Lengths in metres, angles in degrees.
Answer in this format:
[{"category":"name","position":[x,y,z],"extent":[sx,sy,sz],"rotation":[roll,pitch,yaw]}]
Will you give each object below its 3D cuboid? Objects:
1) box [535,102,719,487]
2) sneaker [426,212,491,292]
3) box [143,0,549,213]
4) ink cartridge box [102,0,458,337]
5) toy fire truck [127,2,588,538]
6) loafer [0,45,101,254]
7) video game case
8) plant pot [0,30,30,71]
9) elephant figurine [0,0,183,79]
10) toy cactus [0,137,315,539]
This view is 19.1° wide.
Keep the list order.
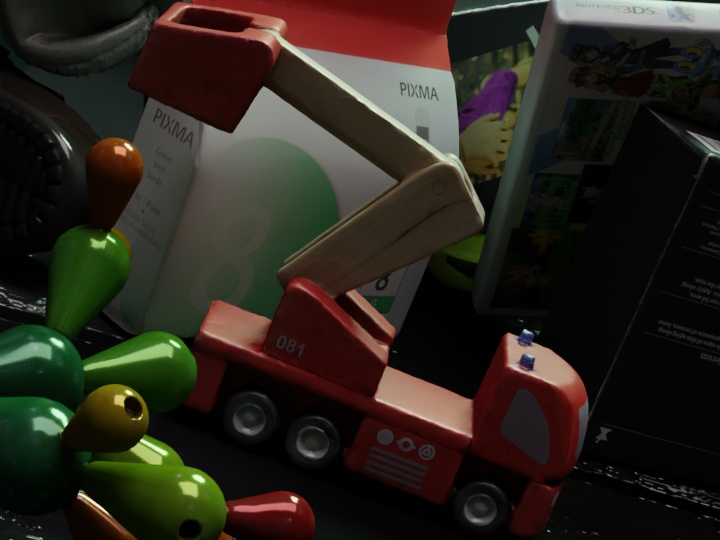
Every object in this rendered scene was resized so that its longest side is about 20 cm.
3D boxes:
[{"category":"box","position":[0.193,0.026,0.948],"extent":[0.199,0.142,0.079],"rotation":[16,16,-22]},{"category":"sneaker","position":[0.096,-0.031,1.123],"extent":[0.200,0.074,0.084],"rotation":[6,27,-44]},{"category":"box","position":[0.009,-0.089,1.018],"extent":[0.199,0.106,0.122],"rotation":[-12,27,-31]},{"category":"ink cartridge box","position":[-0.013,-0.068,0.868],"extent":[0.161,0.201,0.050],"rotation":[3,27,-49]},{"category":"toy fire truck","position":[0.000,0.000,0.772],"extent":[0.199,0.141,0.049],"rotation":[21,16,-2]},{"category":"loafer","position":[-0.166,-0.061,0.902],"extent":[0.200,0.073,0.071],"rotation":[41,14,35]},{"category":"video game case","position":[0.156,-0.044,0.980],"extent":[0.182,0.200,0.022],"rotation":[2,51,-8]},{"category":"plant pot","position":[-0.205,-0.188,1.033],"extent":[0.161,0.201,0.201],"rotation":[28,12,-23]},{"category":"elephant figurine","position":[-0.108,-0.148,0.901],"extent":[0.200,0.155,0.142],"rotation":[49,54,-15]},{"category":"toy cactus","position":[-0.116,0.029,0.645],"extent":[0.165,0.103,0.200],"rotation":[-2,36,-35]}]
